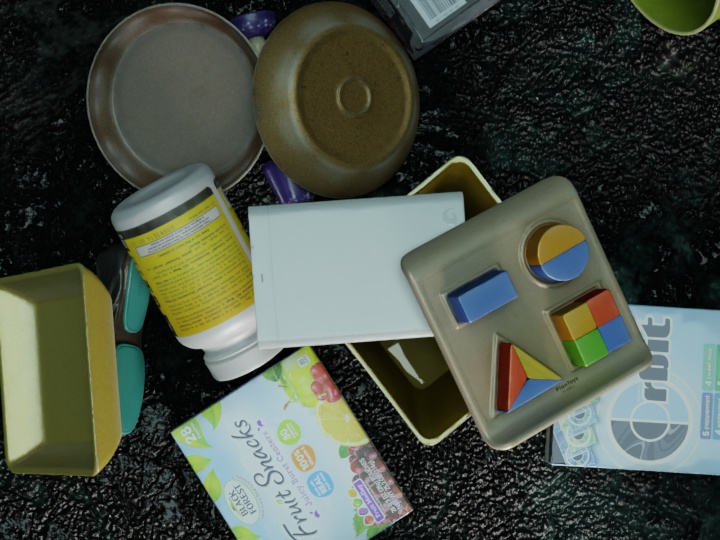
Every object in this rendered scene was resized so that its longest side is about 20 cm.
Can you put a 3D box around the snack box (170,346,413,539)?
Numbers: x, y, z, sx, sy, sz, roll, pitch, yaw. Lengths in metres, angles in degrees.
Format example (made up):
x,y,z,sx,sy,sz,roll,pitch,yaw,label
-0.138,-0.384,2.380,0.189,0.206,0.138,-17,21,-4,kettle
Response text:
x,y,z,sx,sy,sz,roll,pitch,yaw,label
-0.070,0.202,1.578,0.168,0.068,0.200,-32,88,-4,snack box

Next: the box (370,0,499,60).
x,y,z,sx,sy,sz,roll,pitch,yaw,label
0.102,-0.328,1.590,0.200,0.115,0.132,-36,90,-3,box

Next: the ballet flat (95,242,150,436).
x,y,z,sx,sy,sz,roll,pitch,yaw,label
-0.252,0.070,1.580,0.068,0.068,0.201,-1,75,28,ballet flat

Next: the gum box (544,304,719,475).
x,y,z,sx,sy,sz,roll,pitch,yaw,label
0.296,0.121,1.609,0.199,0.045,0.171,3,87,-3,gum box

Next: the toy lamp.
x,y,z,sx,sy,sz,roll,pitch,yaw,label
-0.087,-0.164,1.603,0.058,0.058,0.201,-12,86,-3,toy lamp

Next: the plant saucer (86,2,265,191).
x,y,z,sx,sy,sz,roll,pitch,yaw,label
-0.181,-0.172,1.583,0.200,0.032,0.201,3,102,15,plant saucer

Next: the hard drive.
x,y,z,sx,sy,sz,roll,pitch,yaw,label
0.000,0.000,1.437,0.199,0.026,0.132,-4,87,-2,hard drive

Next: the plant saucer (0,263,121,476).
x,y,z,sx,sy,sz,roll,pitch,yaw,label
-0.294,0.099,1.535,0.048,0.200,0.201,-2,87,-38,plant saucer

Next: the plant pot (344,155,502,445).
x,y,z,sx,sy,sz,roll,pitch,yaw,label
0.076,0.033,1.539,0.200,0.176,0.200,-38,88,-4,plant pot

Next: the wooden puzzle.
x,y,z,sx,sy,sz,roll,pitch,yaw,label
0.158,0.037,1.417,0.185,0.046,0.200,-28,94,-15,wooden puzzle

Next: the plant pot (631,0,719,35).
x,y,z,sx,sy,sz,roll,pitch,yaw,label
0.380,-0.366,1.587,0.200,0.187,0.187,-28,88,-18,plant pot

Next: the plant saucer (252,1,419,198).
x,y,z,sx,sy,sz,roll,pitch,yaw,label
-0.013,-0.174,1.569,0.200,0.035,0.201,1,89,-32,plant saucer

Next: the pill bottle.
x,y,z,sx,sy,sz,roll,pitch,yaw,label
-0.156,0.004,1.551,0.112,0.112,0.200,-28,104,-4,pill bottle
